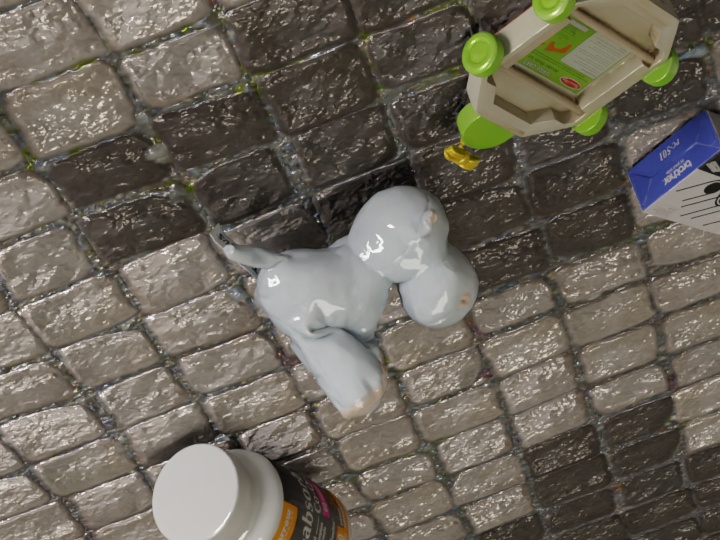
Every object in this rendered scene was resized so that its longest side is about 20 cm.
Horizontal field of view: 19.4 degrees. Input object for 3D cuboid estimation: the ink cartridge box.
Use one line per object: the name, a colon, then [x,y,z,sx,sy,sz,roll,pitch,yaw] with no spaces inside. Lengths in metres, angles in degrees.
ink cartridge box: [0.327,-0.072,1.783,0.199,0.045,0.094,12,139,-42]

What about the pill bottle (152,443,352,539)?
pill bottle: [-0.101,0.234,1.966,0.116,0.117,0.200,-29,148,18]

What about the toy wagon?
toy wagon: [0.138,-0.147,1.567,0.199,0.040,0.155,-35,146,26]

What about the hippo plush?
hippo plush: [0.000,0.000,1.666,0.160,0.159,0.201,-37,106,-3]
